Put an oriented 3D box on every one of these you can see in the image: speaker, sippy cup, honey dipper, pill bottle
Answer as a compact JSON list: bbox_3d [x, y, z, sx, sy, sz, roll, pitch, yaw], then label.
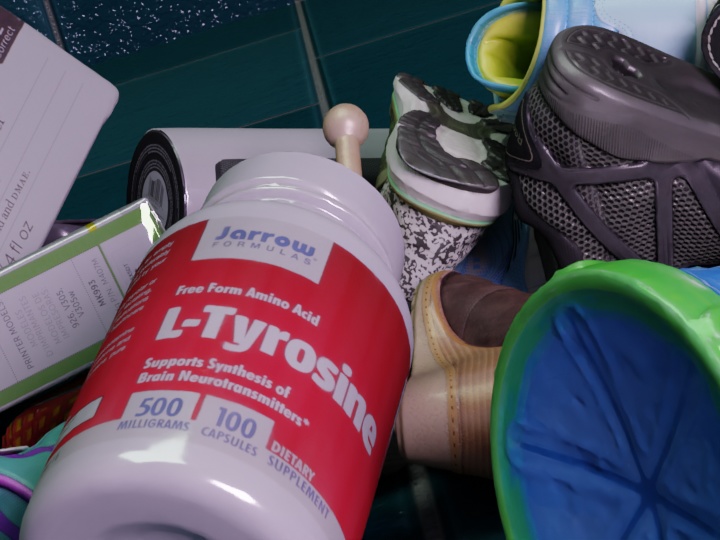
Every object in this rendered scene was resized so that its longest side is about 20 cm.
[{"bbox_3d":[-0.023,-0.038,1.205,0.199,0.082,0.081,-1,4,-29],"label":"speaker"},{"bbox_3d":[0.128,0.055,0.658,0.130,0.178,0.140,-12,-35,-29],"label":"sippy cup"},{"bbox_3d":[0.000,0.000,0.985,0.038,0.038,0.201,-14,50,13],"label":"honey dipper"},{"bbox_3d":[-0.043,0.048,0.796,0.111,0.113,0.201,-12,33,22],"label":"pill bottle"}]

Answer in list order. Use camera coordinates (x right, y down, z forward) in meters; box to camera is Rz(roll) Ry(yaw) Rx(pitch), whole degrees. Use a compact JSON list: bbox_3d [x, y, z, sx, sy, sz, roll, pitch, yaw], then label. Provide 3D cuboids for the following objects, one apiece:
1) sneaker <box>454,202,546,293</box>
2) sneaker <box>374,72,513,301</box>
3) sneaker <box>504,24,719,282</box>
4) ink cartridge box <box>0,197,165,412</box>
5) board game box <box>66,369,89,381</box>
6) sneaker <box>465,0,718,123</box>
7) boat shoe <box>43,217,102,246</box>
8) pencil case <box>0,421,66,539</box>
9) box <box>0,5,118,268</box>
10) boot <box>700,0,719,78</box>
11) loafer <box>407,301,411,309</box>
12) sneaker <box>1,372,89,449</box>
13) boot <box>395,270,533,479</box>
[{"bbox_3d":[0.082,-0.023,1.142,0.089,0.079,0.200,-16,12,19],"label":"sneaker"},{"bbox_3d":[0.033,-0.039,1.078,0.076,0.089,0.200,24,17,1],"label":"sneaker"},{"bbox_3d":[0.153,-0.025,0.983,0.198,0.115,0.077,19,38,-13],"label":"sneaker"},{"bbox_3d":[-0.175,0.038,1.012,0.199,0.060,0.104,-28,2,-7],"label":"ink cartridge box"},{"bbox_3d":[-0.095,0.039,1.207,0.157,0.039,0.199,-17,13,-31],"label":"board game box"},{"bbox_3d":[0.115,-0.085,1.067,0.129,0.080,0.200,2,-27,2],"label":"sneaker"},{"bbox_3d":[-0.100,-0.022,1.237,0.199,0.063,0.072,-19,15,-38],"label":"boat shoe"},{"bbox_3d":[-0.095,0.083,0.883,0.085,0.093,0.200,-25,6,30],"label":"pencil case"},{"bbox_3d":[-0.258,-0.024,1.177,0.200,0.130,0.200,-29,33,50],"label":"box"},{"bbox_3d":[0.201,-0.039,0.880,0.203,0.074,0.154,36,42,18],"label":"boot"},{"bbox_3d":[-0.015,-0.008,1.094,0.071,0.063,0.200,-10,-7,22],"label":"loafer"},{"bbox_3d":[-0.073,0.055,1.028,0.198,0.074,0.077,-13,7,8],"label":"sneaker"},{"bbox_3d":[0.103,0.043,0.907,0.165,0.073,0.200,-3,13,6],"label":"boot"}]
